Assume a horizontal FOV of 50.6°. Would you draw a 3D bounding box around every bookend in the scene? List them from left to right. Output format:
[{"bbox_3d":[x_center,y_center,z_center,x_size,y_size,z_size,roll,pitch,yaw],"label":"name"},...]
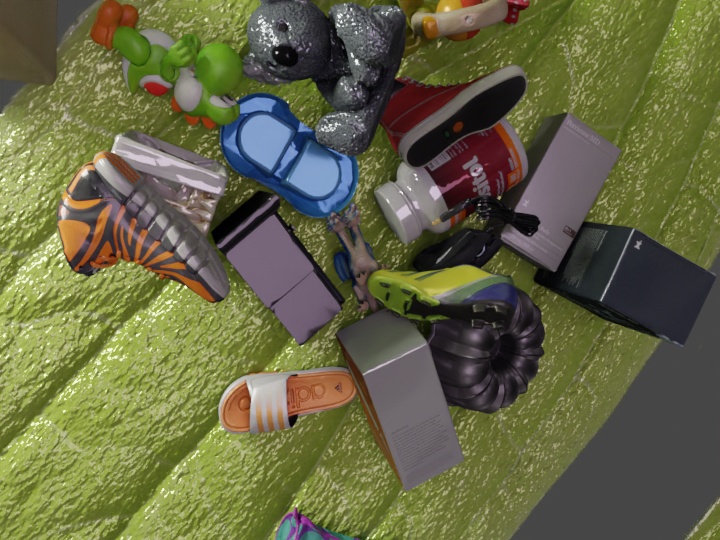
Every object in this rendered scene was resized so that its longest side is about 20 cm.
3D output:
[{"bbox_3d":[-0.093,0.006,0.970,0.092,0.200,0.200,-39,103,-6],"label":"bookend"}]

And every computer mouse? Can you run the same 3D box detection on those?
[{"bbox_3d":[0.132,-0.031,1.018,0.139,0.198,0.047,19,55,-42],"label":"computer mouse"}]

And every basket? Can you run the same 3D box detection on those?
[{"bbox_3d":[-0.242,-0.087,0.926,0.133,0.200,0.126,19,97,-15],"label":"basket"}]

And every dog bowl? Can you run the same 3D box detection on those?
[{"bbox_3d":[-0.097,-0.154,1.027,0.198,0.050,0.113,31,89,-15],"label":"dog bowl"}]

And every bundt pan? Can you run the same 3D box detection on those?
[{"bbox_3d":[0.189,0.110,1.077,0.199,0.075,0.207,-11,109,-35],"label":"bundt pan"}]

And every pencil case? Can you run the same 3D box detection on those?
[{"bbox_3d":[-0.026,0.415,1.093,0.197,0.085,0.094,24,107,-15],"label":"pencil case"}]

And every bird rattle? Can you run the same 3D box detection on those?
[{"bbox_3d":[0.134,-0.336,1.013,0.195,0.164,0.115,-4,116,-4],"label":"bird rattle"}]

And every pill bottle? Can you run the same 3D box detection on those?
[{"bbox_3d":[0.123,-0.125,1.051,0.198,0.113,0.114,-33,103,-7],"label":"pill bottle"}]

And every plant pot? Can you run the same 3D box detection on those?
[{"bbox_3d":[-0.457,-0.333,0.854,0.195,0.177,0.205,3,95,-14],"label":"plant pot"}]

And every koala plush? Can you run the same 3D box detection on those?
[{"bbox_3d":[-0.053,-0.273,0.942,0.196,0.185,0.180,18,127,5],"label":"koala plush"}]

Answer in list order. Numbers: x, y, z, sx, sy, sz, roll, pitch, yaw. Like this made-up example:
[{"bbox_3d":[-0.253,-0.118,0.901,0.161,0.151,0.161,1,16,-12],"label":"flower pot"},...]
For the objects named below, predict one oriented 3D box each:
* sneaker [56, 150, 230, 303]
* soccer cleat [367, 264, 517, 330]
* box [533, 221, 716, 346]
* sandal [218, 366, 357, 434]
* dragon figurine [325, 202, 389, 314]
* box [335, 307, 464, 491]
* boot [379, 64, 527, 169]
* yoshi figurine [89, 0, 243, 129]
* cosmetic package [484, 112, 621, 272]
[{"bbox_3d":[-0.237,-0.020,0.815,0.112,0.078,0.200,-42,99,9],"label":"sneaker"},{"bbox_3d":[0.108,0.024,0.999,0.195,0.085,0.065,9,139,6],"label":"soccer cleat"},{"bbox_3d":[0.366,0.011,1.080,0.146,0.200,0.109,26,90,-14],"label":"box"},{"bbox_3d":[-0.097,0.178,1.060,0.202,0.059,0.081,-12,99,-12],"label":"sandal"},{"bbox_3d":[0.000,0.000,1.059,0.058,0.100,0.202,-22,137,-10],"label":"dragon figurine"},{"bbox_3d":[0.054,0.172,1.040,0.096,0.124,0.203,-24,116,-10],"label":"box"},{"bbox_3d":[0.112,-0.239,1.021,0.197,0.145,0.073,-30,141,-1],"label":"boot"},{"bbox_3d":[-0.223,-0.268,0.942,0.198,0.112,0.113,35,62,-4],"label":"yoshi figurine"},{"bbox_3d":[0.276,-0.113,1.103,0.105,0.090,0.203,28,92,-11],"label":"cosmetic package"}]
